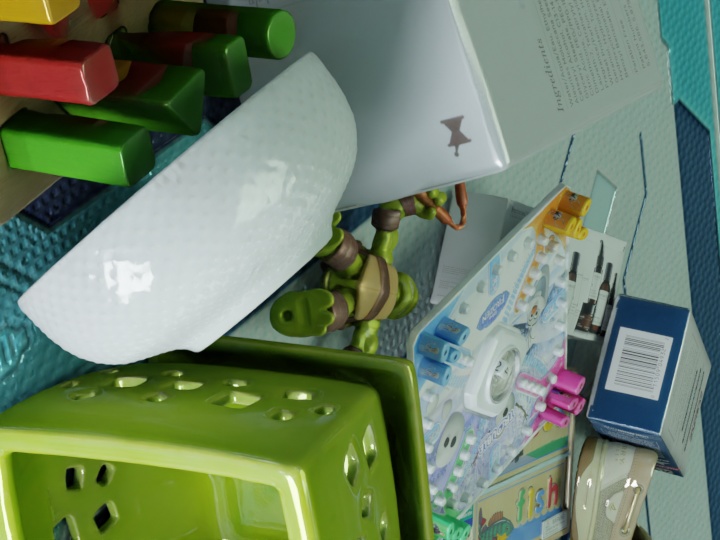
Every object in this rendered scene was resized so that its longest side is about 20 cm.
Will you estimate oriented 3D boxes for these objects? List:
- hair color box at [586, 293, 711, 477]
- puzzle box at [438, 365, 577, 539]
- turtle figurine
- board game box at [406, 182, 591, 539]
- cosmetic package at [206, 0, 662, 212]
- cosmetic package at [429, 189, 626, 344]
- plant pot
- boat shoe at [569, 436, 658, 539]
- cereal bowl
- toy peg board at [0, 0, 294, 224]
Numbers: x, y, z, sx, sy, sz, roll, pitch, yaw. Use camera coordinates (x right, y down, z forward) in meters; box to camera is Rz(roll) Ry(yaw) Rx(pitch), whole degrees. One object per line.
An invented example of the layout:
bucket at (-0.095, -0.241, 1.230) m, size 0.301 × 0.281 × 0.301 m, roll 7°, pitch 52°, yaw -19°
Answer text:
hair color box at (0.226, 0.092, 1.789) m, size 0.200 × 0.060 × 0.100 m, roll 48°, pitch 57°, yaw -70°
puzzle box at (0.100, 0.149, 1.683) m, size 0.200 × 0.025 × 0.133 m, roll -16°, pitch 110°, yaw -56°
turtle figurine at (0.000, 0.000, 1.446) m, size 0.161 × 0.064 × 0.200 m, roll 19°, pitch 90°, yaw -64°
board game box at (0.098, 0.071, 1.570) m, size 0.200 × 0.026 × 0.200 m, roll -44°, pitch 143°, yaw -40°
cosmetic package at (0.044, -0.144, 1.353) m, size 0.200 × 0.165 × 0.165 m, roll -28°, pitch 102°, yaw -53°
cosmetic package at (0.125, 0.000, 1.662) m, size 0.200 × 0.051 × 0.083 m, roll 14°, pitch 84°, yaw -58°
plant pot at (-0.065, 0.141, 1.264) m, size 0.181 × 0.200 × 0.199 m, roll -41°, pitch 130°, yaw -54°
boat shoe at (0.195, 0.221, 1.786) m, size 0.072 × 0.065 × 0.200 m, roll -65°, pitch 160°, yaw -60°
cereal bowl at (-0.076, -0.019, 1.189) m, size 0.083 × 0.200 × 0.200 m, roll 49°, pitch 46°, yaw -3°
toy peg board at (-0.126, -0.152, 1.164) m, size 0.200 × 0.098 × 0.199 m, roll -46°, pitch 134°, yaw -44°
